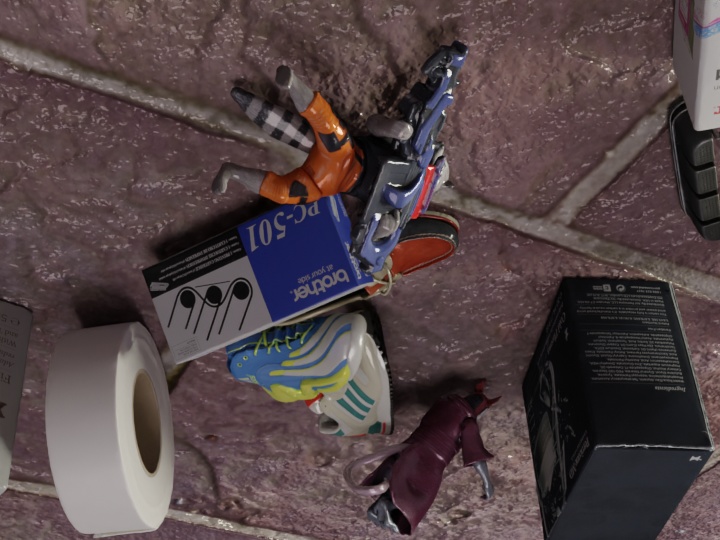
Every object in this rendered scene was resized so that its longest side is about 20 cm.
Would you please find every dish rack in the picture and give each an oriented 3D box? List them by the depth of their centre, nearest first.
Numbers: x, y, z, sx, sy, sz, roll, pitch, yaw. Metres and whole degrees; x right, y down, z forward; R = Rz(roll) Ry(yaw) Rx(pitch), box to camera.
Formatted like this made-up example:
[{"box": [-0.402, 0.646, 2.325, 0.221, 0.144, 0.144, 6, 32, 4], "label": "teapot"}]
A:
[{"box": [0.375, -0.102, 0.970, 0.198, 0.055, 0.154, -16, 141, 11], "label": "dish rack"}]

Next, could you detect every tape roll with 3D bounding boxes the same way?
[{"box": [-0.241, 0.155, 1.107, 0.070, 0.204, 0.203, -7, 141, 3], "label": "tape roll"}]

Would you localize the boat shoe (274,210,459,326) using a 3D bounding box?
[{"box": [0.000, 0.000, 1.052, 0.198, 0.063, 0.071, -15, 138, 11], "label": "boat shoe"}]

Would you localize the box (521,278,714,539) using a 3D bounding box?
[{"box": [0.252, 0.146, 1.145, 0.122, 0.198, 0.201, 1, 140, -7], "label": "box"}]

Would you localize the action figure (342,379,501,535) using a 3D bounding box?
[{"box": [0.072, 0.189, 1.232, 0.200, 0.134, 0.149, -49, 125, -13], "label": "action figure"}]

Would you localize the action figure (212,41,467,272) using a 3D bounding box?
[{"box": [0.000, -0.112, 0.908, 0.192, 0.105, 0.201, 16, 111, -33], "label": "action figure"}]

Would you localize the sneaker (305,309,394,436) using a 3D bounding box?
[{"box": [-0.016, 0.118, 1.185, 0.092, 0.071, 0.201, -9, 143, -3], "label": "sneaker"}]

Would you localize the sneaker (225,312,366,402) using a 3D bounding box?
[{"box": [-0.074, 0.083, 1.107, 0.104, 0.077, 0.200, 16, 152, -22], "label": "sneaker"}]

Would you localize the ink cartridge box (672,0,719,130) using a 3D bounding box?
[{"box": [0.307, -0.207, 0.810, 0.143, 0.085, 0.201, -9, 142, 6], "label": "ink cartridge box"}]

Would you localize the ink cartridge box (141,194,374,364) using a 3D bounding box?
[{"box": [-0.095, 0.005, 1.020, 0.198, 0.095, 0.044, -24, 176, 20], "label": "ink cartridge box"}]

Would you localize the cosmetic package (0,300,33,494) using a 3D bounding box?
[{"box": [-0.429, 0.130, 1.062, 0.166, 0.202, 0.166, 25, 133, -32], "label": "cosmetic package"}]
